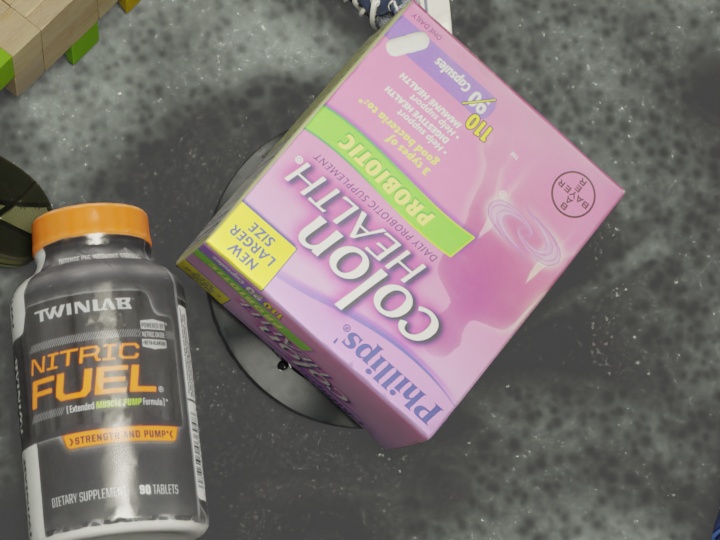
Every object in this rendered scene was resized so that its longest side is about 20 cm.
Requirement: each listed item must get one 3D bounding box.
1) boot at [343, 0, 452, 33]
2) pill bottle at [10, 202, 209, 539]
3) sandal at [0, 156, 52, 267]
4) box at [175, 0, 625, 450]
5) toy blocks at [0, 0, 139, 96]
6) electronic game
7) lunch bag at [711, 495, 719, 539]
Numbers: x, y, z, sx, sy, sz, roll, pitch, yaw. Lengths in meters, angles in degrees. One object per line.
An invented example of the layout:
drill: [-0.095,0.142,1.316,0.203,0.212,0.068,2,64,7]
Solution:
boot: [0.009,-0.187,1.419,0.090,0.073,0.200,-8,74,0]
pill bottle: [-0.151,0.063,1.279,0.106,0.106,0.200,-4,75,-14]
sandal: [-0.280,-0.066,1.317,0.201,0.057,0.080,40,63,-15]
box: [0.023,-0.026,1.304,0.176,0.097,0.200,42,75,-6]
toy blocks: [-0.216,-0.209,1.360,0.137,0.100,0.200,37,68,12]
electronic game: [0.000,0.000,1.367,0.200,0.042,0.200,2,82,-15]
lunch bag: [0.326,0.144,1.349,0.200,0.136,0.132,20,66,-5]
